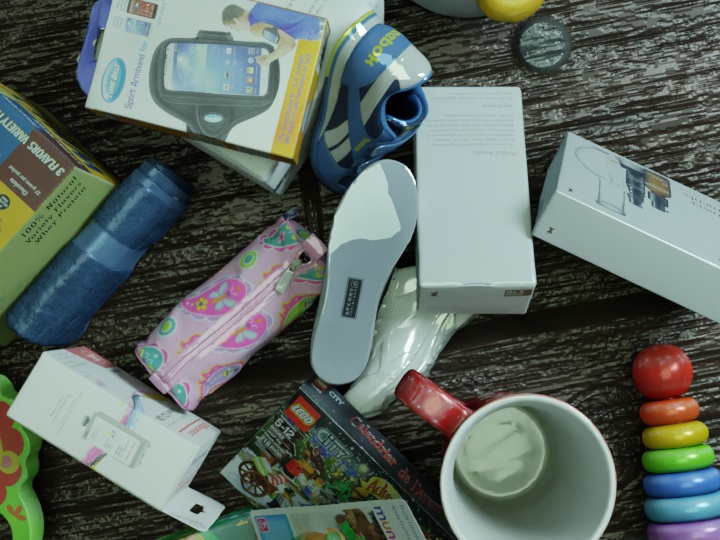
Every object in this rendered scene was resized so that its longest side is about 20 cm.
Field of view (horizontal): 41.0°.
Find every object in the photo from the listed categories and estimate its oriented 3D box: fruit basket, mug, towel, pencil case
[{"bbox_3d":[0.002,0.278,0.800,0.094,0.200,0.186,-33,102,-40],"label":"fruit basket"},{"bbox_3d":[0.120,0.145,0.820,0.133,0.200,0.178,-24,86,1],"label":"mug"},{"bbox_3d":[-0.233,-0.014,0.881,0.049,0.112,0.200,42,89,2],"label":"towel"},{"bbox_3d":[-0.111,0.037,0.890,0.200,0.087,0.087,-40,87,1],"label":"pencil case"}]

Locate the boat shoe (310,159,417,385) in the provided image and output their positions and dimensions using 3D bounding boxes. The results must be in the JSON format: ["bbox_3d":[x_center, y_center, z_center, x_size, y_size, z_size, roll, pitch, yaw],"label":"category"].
[{"bbox_3d":[0.000,0.000,0.846,0.070,0.066,0.201,11,98,-7],"label":"boat shoe"}]

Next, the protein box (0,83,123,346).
[{"bbox_3d":[-0.329,-0.048,0.841,0.135,0.200,0.199,42,89,3],"label":"protein box"}]

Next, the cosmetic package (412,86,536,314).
[{"bbox_3d":[0.097,-0.064,0.860,0.101,0.074,0.201,1,67,2],"label":"cosmetic package"}]

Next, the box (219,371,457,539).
[{"bbox_3d":[-0.015,0.207,0.872,0.200,0.038,0.137,44,120,3],"label":"box"}]

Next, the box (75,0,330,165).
[{"bbox_3d":[-0.135,-0.169,0.790,0.199,0.041,0.120,14,89,0],"label":"box"}]

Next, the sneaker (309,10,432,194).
[{"bbox_3d":[0.009,-0.127,0.841,0.082,0.200,0.074,31,58,12],"label":"sneaker"}]

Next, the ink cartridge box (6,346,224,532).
[{"bbox_3d":[-0.200,0.149,0.871,0.200,0.116,0.068,32,89,2],"label":"ink cartridge box"}]

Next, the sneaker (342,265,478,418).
[{"bbox_3d":[0.039,0.048,0.897,0.099,0.078,0.200,40,80,9],"label":"sneaker"}]

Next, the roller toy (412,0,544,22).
[{"bbox_3d":[0.099,-0.332,0.871,0.182,0.140,0.201,17,89,3],"label":"roller toy"}]

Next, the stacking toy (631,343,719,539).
[{"bbox_3d":[0.291,0.167,0.882,0.085,0.085,0.201,-7,81,1],"label":"stacking toy"}]

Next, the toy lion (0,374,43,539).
[{"bbox_3d":[-0.366,0.195,0.888,0.192,0.069,0.200,-40,88,7],"label":"toy lion"}]

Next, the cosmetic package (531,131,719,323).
[{"bbox_3d":[0.257,-0.038,0.848,0.199,0.151,0.052,25,123,2],"label":"cosmetic package"}]

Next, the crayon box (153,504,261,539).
[{"bbox_3d":[-0.172,0.309,0.892,0.199,0.058,0.119,-20,87,0],"label":"crayon box"}]

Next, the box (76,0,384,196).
[{"bbox_3d":[-0.109,-0.205,0.875,0.200,0.131,0.199,32,90,2],"label":"box"}]
